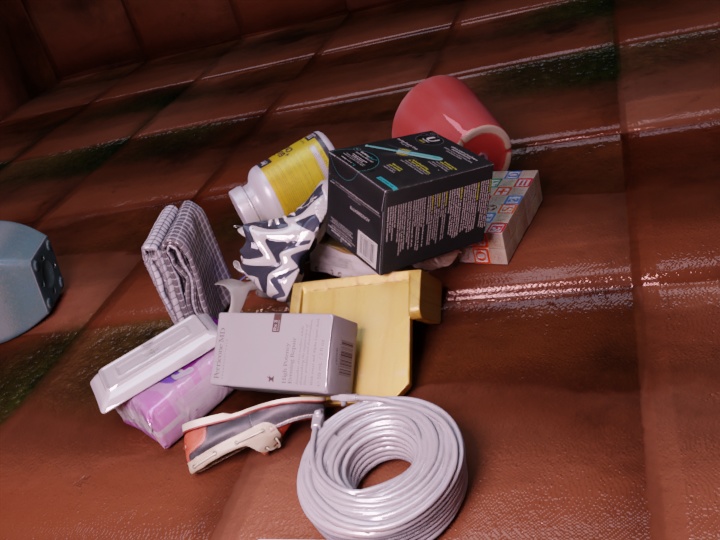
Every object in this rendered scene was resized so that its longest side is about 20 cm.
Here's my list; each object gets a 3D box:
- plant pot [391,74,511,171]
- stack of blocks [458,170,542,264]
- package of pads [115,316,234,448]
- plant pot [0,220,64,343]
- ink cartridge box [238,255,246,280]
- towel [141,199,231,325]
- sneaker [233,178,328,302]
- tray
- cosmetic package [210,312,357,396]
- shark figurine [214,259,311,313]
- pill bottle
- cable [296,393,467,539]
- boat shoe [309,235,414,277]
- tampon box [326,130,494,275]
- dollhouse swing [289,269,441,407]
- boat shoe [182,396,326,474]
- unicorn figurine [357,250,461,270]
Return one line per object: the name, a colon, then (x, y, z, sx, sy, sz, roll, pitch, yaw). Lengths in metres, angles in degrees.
plant pot: (0.180, -0.238, 1.428, 0.196, 0.204, 0.178, -25, 39, -12)
stack of blocks: (0.221, -0.093, 1.280, 0.112, 0.060, 0.201, 2, 36, 31)
package of pads: (-0.251, 0.159, 1.112, 0.119, 0.077, 0.199, 15, 43, 41)
plant pot: (-0.699, 0.020, 1.484, 0.194, 0.201, 0.197, -8, 30, 1)
ink cartridge box: (-0.126, -0.060, 1.329, 0.197, 0.048, 0.198, -26, 10, 25)
towel: (-0.275, 0.006, 1.251, 0.083, 0.204, 0.167, -15, 27, 5)
sneaker: (-0.123, -0.067, 1.156, 0.127, 0.080, 0.203, 24, 84, 5)
tray: (-0.295, 0.123, 1.098, 0.197, 0.023, 0.107, -31, 28, -18)
cosmetic package: (-0.104, 0.112, 1.021, 0.195, 0.074, 0.105, -3, 75, 30)
shark figurine: (-0.138, 0.040, 1.221, 0.125, 0.092, 0.214, -19, -2, 11)
pill bottle: (-0.130, -0.153, 1.355, 0.197, 0.114, 0.112, -31, 31, -11)
cable: (0.023, 0.226, 0.856, 0.194, 0.071, 0.202, -4, 33, 21)
boat shoe: (0.000, 0.000, 1.248, 0.196, 0.071, 0.070, 19, 19, 31)
tampon box: (0.069, -0.105, 1.107, 0.196, 0.129, 0.149, -16, 36, -31)
dollhouse swing: (0.012, 0.102, 1.101, 0.194, 0.181, 0.181, -7, -10, 19)
boat shoe: (-0.134, 0.208, 0.983, 0.194, 0.071, 0.064, -15, 72, 2)
unicorn figurine: (0.064, -0.037, 1.192, 0.197, 0.075, 0.136, -25, 45, -34)
